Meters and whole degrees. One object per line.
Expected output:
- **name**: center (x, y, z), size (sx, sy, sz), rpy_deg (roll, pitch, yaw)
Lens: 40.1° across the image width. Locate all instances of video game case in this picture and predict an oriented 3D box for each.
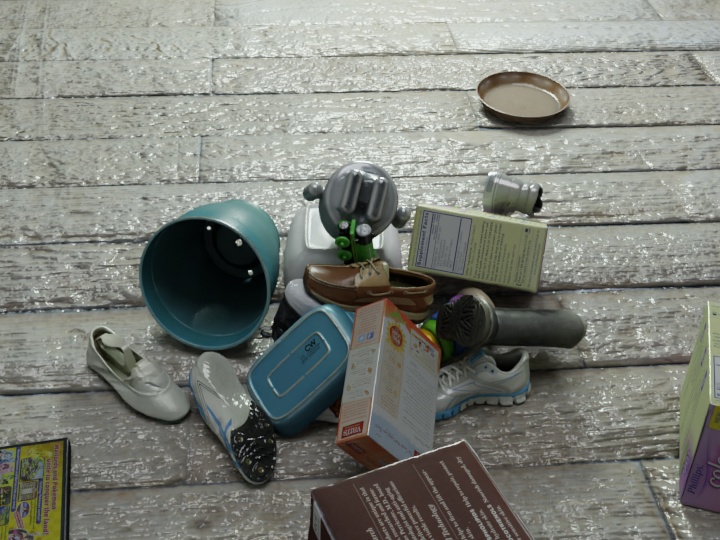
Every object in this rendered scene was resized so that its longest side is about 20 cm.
- **video game case**: center (-0.444, 0.295, 1.195), size (0.177, 0.026, 0.202), rpy_deg (-7, 38, -11)

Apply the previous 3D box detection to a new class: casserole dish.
- **casserole dish**: center (-0.076, 0.129, 1.319), size (0.199, 0.039, 0.122), rpy_deg (-42, 63, 6)

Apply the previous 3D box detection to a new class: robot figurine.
- **robot figurine**: center (-0.006, -0.100, 1.490), size (0.166, 0.115, 0.200), rpy_deg (19, -6, -5)

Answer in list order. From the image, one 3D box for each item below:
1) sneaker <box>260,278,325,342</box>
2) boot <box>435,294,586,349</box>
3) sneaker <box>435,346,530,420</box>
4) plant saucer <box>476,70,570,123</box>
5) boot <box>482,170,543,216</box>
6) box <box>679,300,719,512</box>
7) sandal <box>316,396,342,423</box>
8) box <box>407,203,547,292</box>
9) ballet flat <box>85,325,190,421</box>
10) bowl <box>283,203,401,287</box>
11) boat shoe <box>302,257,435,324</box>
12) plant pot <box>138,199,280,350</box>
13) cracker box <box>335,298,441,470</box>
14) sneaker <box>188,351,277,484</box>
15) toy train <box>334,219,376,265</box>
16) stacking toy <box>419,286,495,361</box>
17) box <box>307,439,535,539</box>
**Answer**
- **sneaker**: center (-0.049, 0.097, 1.428), size (0.198, 0.114, 0.076), rpy_deg (29, 27, -26)
- **boot**: center (0.219, 0.079, 1.349), size (0.196, 0.074, 0.182), rpy_deg (11, -1, -14)
- **sneaker**: center (0.146, 0.145, 1.367), size (0.196, 0.088, 0.075), rpy_deg (-11, 41, -14)
- **plant saucer**: center (0.339, -0.359, 2.065), size (0.195, 0.033, 0.202), rpy_deg (2, 37, -1)
- **boot**: center (0.256, -0.110, 1.646), size (0.094, 0.075, 0.200), rpy_deg (16, -4, 11)
- **box**: center (0.476, 0.175, 1.268), size (0.095, 0.179, 0.201), rpy_deg (10, 38, 12)
- **sandal**: center (-0.029, 0.166, 1.351), size (0.202, 0.060, 0.080), rpy_deg (14, 39, 14)
- **box**: center (0.184, -0.039, 1.521), size (0.195, 0.099, 0.176), rpy_deg (11, 7, 9)
- **ballet flat**: center (-0.315, 0.139, 1.367), size (0.198, 0.071, 0.069), rpy_deg (30, 45, 30)
- **bowl**: center (-0.028, -0.043, 1.609), size (0.195, 0.076, 0.202), rpy_deg (2, 36, -2)
- **boat shoe**: center (0.016, 0.015, 1.395), size (0.196, 0.075, 0.076), rpy_deg (12, 33, -22)
- **plant pot**: center (-0.206, -0.013, 1.480), size (0.195, 0.204, 0.188), rpy_deg (8, 22, 8)
- **cracker box**: center (0.039, 0.159, 1.264), size (0.057, 0.134, 0.203), rpy_deg (-20, 44, 32)
- **sneaker**: center (-0.169, 0.200, 1.306), size (0.071, 0.073, 0.201), rpy_deg (-10, 52, -34)
- **toy train**: center (0.000, 0.000, 1.452), size (0.055, 0.202, 0.042), rpy_deg (1, 51, 8)
- **stacking toy**: center (0.109, 0.107, 1.429), size (0.198, 0.087, 0.085), rpy_deg (-33, 49, -27)
- **box**: center (0.061, 0.321, 1.069), size (0.196, 0.169, 0.165), rpy_deg (-15, 41, -20)
